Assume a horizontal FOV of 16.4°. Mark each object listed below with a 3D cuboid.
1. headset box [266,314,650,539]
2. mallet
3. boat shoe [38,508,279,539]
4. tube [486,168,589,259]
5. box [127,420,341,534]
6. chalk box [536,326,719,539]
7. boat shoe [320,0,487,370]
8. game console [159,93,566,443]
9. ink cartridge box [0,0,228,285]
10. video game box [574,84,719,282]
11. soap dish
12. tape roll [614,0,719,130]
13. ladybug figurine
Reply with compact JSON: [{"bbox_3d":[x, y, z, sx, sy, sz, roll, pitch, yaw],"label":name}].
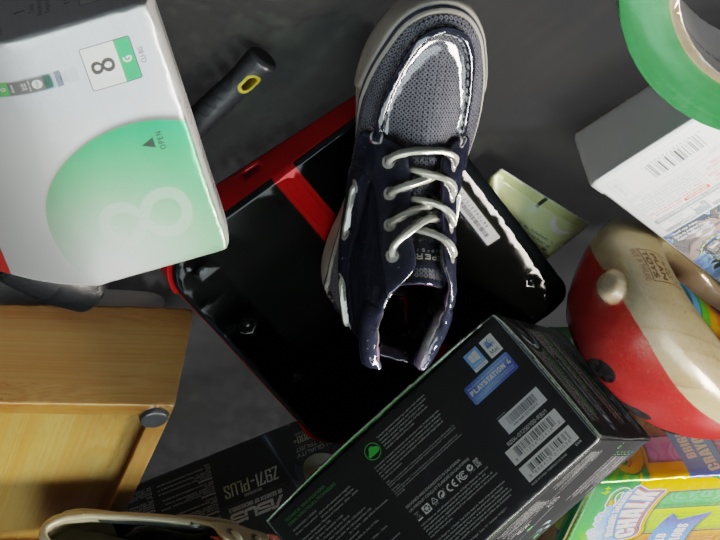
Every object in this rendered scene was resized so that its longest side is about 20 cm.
[{"bbox_3d":[0.063,0.118,1.425,0.174,0.093,0.200,-43,167,9],"label":"headset box"},{"bbox_3d":[-0.112,-0.046,1.346,0.200,0.041,0.066,-36,138,20],"label":"mallet"},{"bbox_3d":[-0.090,0.175,1.455,0.198,0.072,0.063,7,145,2],"label":"boat shoe"},{"bbox_3d":[0.041,0.017,1.478,0.200,0.052,0.058,-42,171,27],"label":"tube"},{"bbox_3d":[-0.053,0.187,1.630,0.199,0.087,0.164,-22,143,8],"label":"box"},{"bbox_3d":[0.164,0.117,1.586,0.198,0.124,0.125,-3,142,-17],"label":"chalk box"},{"bbox_3d":[0.032,-0.041,1.313,0.074,0.093,0.201,0,125,-18],"label":"boat shoe"},{"bbox_3d":[0.000,0.000,1.411,0.176,0.031,0.200,-35,128,8],"label":"game console"},{"bbox_3d":[-0.182,-0.056,1.266,0.199,0.050,0.162,-17,130,-1],"label":"ink cartridge box"},{"bbox_3d":[0.252,-0.078,1.426,0.199,0.047,0.182,-33,139,22],"label":"video game box"},{"bbox_3d":[-0.195,0.095,1.460,0.156,0.082,0.200,2,142,-23],"label":"soap dish"},{"bbox_3d":[0.226,-0.159,1.267,0.199,0.048,0.201,-2,131,-2],"label":"tape roll"},{"bbox_3d":[0.179,0.041,1.475,0.072,0.136,0.200,-36,145,16],"label":"ladybug figurine"}]
